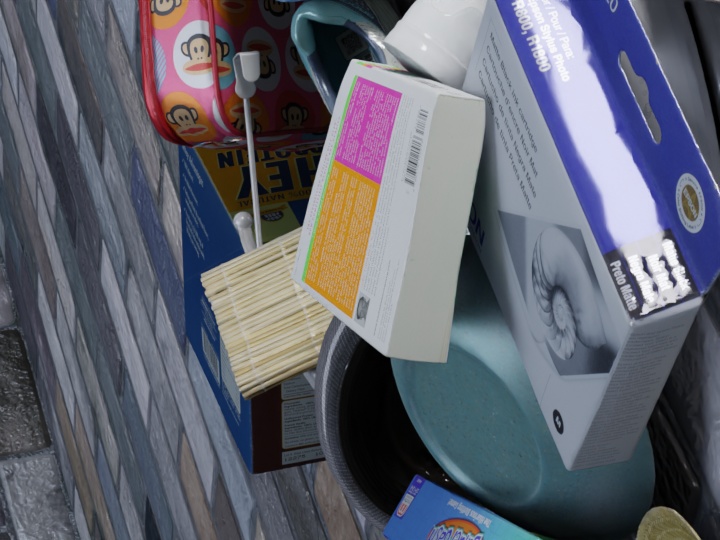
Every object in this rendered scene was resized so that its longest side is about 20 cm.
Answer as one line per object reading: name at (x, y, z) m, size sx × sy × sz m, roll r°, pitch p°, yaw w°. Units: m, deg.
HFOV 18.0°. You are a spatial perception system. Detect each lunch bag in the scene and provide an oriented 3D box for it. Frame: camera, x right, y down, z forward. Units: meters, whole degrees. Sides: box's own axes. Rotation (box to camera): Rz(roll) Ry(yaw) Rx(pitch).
lunch bag at (-0.068, -0.174, 1.578) m, size 0.082 × 0.200 × 0.177 m, roll -6°, pitch 87°, yaw 35°

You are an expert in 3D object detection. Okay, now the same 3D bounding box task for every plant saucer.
plant saucer at (0.074, 0.075, 1.247) m, size 0.201 × 0.039 × 0.202 m, roll 35°, pitch 144°, yaw 31°

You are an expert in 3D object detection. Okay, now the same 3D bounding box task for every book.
book at (0.015, -0.038, 1.209) m, size 0.200 × 0.048 × 0.134 m, roll -139°, pitch 58°, yaw -74°

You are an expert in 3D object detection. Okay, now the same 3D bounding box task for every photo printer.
photo printer at (0.137, -0.070, 1.137) m, size 0.200 × 0.069 × 0.167 m, roll 143°, pitch 116°, yaw -72°

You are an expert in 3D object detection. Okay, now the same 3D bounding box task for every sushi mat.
sushi mat at (0.000, 0.000, 1.444) m, size 0.012 × 0.199 × 0.096 m, roll 57°, pitch -172°, yaw -61°

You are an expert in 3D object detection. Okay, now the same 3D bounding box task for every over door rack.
over door rack at (-0.009, -0.058, 1.507) m, size 0.067 × 0.147 × 0.201 m, roll -130°, pitch 36°, yaw -67°

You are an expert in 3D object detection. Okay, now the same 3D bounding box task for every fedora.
fedora at (0.065, 0.069, 1.379) m, size 0.090 × 0.176 × 0.201 m, roll -46°, pitch -26°, yaw -69°

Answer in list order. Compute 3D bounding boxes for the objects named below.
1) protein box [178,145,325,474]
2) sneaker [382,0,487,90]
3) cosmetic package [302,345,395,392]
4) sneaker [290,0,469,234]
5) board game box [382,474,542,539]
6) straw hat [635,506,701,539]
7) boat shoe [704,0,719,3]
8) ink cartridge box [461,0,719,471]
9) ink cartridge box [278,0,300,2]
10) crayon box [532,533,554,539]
protein box at (-0.048, 0.006, 1.706) m, size 0.199 × 0.134 × 0.201 m, roll -121°, pitch 27°, yaw -53°
sneaker at (0.085, -0.139, 1.297) m, size 0.074 × 0.116 × 0.200 m, roll 34°, pitch 179°, yaw 16°
cosmetic package at (0.016, 0.098, 1.517) m, size 0.083 × 0.051 × 0.200 m, roll 45°, pitch 172°, yaw 40°
sneaker at (0.020, -0.086, 1.392) m, size 0.200 × 0.078 × 0.086 m, roll 52°, pitch -161°, yaw 5°
board game box at (0.110, 0.181, 1.244) m, size 0.045 × 0.152 × 0.200 m, roll -59°, pitch 16°, yaw -5°
straw hat at (0.196, 0.196, 1.057) m, size 0.201 × 0.085 × 0.202 m, roll 169°, pitch 90°, yaw -80°
boat shoe at (0.154, -0.174, 1.014) m, size 0.200 × 0.074 × 0.074 m, roll -128°, pitch 32°, yaw -57°
ink cartridge box at (0.101, -0.036, 1.084) m, size 0.200 × 0.040 × 0.200 m, roll 105°, pitch 150°, yaw -55°
ink cartridge box at (-0.010, -0.278, 1.390) m, size 0.146 × 0.146 × 0.201 m, roll -146°, pitch 48°, yaw -69°
crayon box at (0.103, 0.227, 1.447) m, size 0.119 × 0.058 × 0.201 m, roll 97°, pitch 158°, yaw -43°
